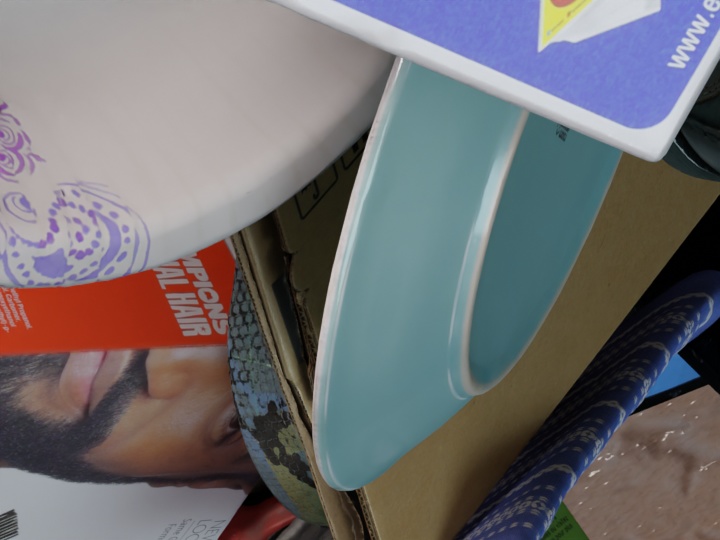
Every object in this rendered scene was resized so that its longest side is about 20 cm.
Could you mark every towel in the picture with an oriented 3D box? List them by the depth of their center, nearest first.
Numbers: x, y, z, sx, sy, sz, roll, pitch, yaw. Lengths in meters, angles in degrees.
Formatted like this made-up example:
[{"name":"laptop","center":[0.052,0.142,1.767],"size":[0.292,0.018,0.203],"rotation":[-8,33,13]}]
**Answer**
[{"name":"towel","center":[0.037,0.075,0.892],"size":[0.145,0.024,0.200],"rotation":[-39,-177,33]}]

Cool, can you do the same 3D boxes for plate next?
[{"name":"plate","center":[0.042,-0.038,0.678],"size":[0.201,0.025,0.201],"rotation":[-60,164,-30]}]

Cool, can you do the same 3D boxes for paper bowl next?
[{"name":"paper bowl","center":[-0.071,-0.106,0.600],"size":[0.200,0.104,0.202],"rotation":[-17,121,-31]}]

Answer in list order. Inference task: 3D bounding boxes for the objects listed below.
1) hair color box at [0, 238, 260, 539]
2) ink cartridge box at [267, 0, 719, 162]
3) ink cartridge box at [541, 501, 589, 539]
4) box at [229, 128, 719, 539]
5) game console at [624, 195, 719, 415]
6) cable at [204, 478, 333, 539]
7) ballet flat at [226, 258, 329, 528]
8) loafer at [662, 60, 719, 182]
[{"name":"hair color box","center":[-0.114,0.036,0.862],"size":[0.199,0.064,0.111],"rotation":[-3,141,-38]},{"name":"ink cartridge box","center":[0.016,-0.142,0.513],"size":[0.199,0.047,0.198],"rotation":[22,111,-21]},{"name":"ink cartridge box","center":[-0.022,0.158,1.060],"size":[0.200,0.076,0.148],"rotation":[-37,176,36]},{"name":"box","center":[0.042,-0.033,0.783],"size":[0.200,0.021,0.164],"rotation":[-50,142,-31]},{"name":"game console","center":[0.191,0.015,1.034],"size":[0.199,0.176,0.117],"rotation":[-21,121,-13]},{"name":"cable","center":[-0.008,0.058,0.970],"size":[0.200,0.097,0.050],"rotation":[-37,108,3]},{"name":"ballet flat","center":[0.000,0.000,0.820],"size":[0.074,0.074,0.201],"rotation":[-17,122,-18]},{"name":"loafer","center":[0.137,-0.113,0.746],"size":[0.072,0.063,0.201],"rotation":[22,89,-31]}]
